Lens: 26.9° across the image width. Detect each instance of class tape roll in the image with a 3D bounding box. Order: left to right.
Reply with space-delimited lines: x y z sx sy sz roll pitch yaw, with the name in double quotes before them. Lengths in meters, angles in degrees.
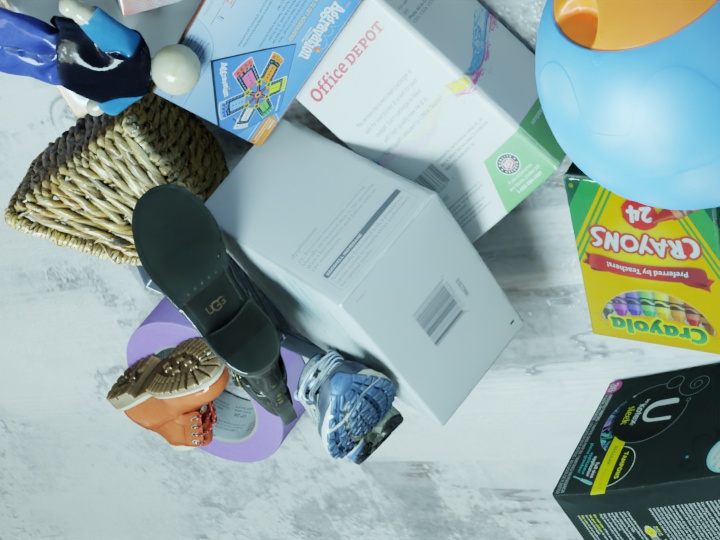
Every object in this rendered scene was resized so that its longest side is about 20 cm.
"tape roll" -0.154 0.114 1.632 0.199 0.066 0.201 21 137 20

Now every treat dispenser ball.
"treat dispenser ball" 0.216 -0.141 0.997 0.199 0.201 0.202 20 138 20

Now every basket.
"basket" -0.209 -0.070 1.358 0.149 0.200 0.143 -36 109 12

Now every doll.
"doll" -0.223 -0.171 1.175 0.198 0.049 0.137 13 149 3

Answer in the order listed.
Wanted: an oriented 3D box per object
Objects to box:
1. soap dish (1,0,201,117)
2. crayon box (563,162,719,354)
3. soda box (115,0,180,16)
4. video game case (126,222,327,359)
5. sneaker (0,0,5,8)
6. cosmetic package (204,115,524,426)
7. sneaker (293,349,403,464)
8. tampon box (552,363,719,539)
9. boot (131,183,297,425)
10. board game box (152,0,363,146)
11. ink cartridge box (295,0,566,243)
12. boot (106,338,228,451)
"soap dish" -0.188 -0.242 1.236 0.199 0.081 0.158 -27 117 8
"crayon box" 0.245 -0.004 1.227 0.126 0.051 0.201 8 133 31
"soda box" -0.174 -0.297 1.117 0.064 0.068 0.201 -122 17 -57
"video game case" -0.130 0.012 1.414 0.199 0.143 0.019 25 107 -31
"sneaker" -0.334 -0.236 1.339 0.078 0.099 0.200 60 168 -31
"cosmetic package" 0.000 0.000 1.272 0.200 0.123 0.200 32 167 43
"sneaker" -0.022 0.108 1.261 0.085 0.077 0.200 43 170 15
"tampon box" 0.296 0.174 1.283 0.199 0.150 0.127 -17 118 45
"boot" -0.120 0.036 1.269 0.201 0.069 0.174 58 173 14
"board game box" -0.083 -0.179 1.174 0.102 0.020 0.200 27 142 -12
"ink cartridge box" 0.062 -0.137 1.207 0.200 0.088 0.145 40 140 -6
"boot" -0.176 0.136 1.569 0.107 0.075 0.199 47 148 -16
